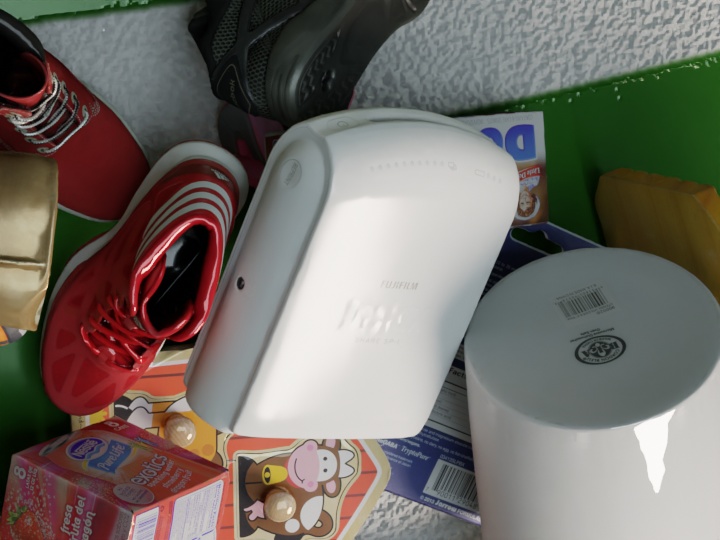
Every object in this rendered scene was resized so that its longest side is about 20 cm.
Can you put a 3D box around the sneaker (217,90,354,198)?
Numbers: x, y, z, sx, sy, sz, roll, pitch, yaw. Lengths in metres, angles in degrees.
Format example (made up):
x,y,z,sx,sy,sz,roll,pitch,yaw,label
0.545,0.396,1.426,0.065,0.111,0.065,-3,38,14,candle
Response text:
x,y,z,sx,sy,sz,roll,pitch,yaw,label
-0.011,-0.033,1.737,0.095,0.079,0.200,-32,116,-24,sneaker

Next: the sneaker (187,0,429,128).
x,y,z,sx,sy,sz,roll,pitch,yaw,label
-0.029,-0.166,1.685,0.200,0.114,0.076,-53,143,-32,sneaker

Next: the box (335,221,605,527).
x,y,z,sx,sy,sz,roll,pitch,yaw,label
0.072,0.055,1.813,0.121,0.032,0.200,23,97,-27,box

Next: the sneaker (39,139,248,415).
x,y,z,sx,sy,sz,roll,pitch,yaw,label
-0.137,0.024,1.630,0.078,0.116,0.200,26,117,-8,sneaker

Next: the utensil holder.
x,y,z,sx,sy,sz,roll,pitch,yaw,label
0.149,0.111,1.728,0.170,0.170,0.200,-23,135,-15,utensil holder

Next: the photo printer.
x,y,z,sx,sy,sz,roll,pitch,yaw,label
0.000,0.000,1.635,0.166,0.069,0.200,4,116,-43,photo printer

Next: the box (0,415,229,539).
x,y,z,sx,sy,sz,roll,pitch,yaw,label
-0.158,0.202,1.690,0.103,0.095,0.200,-20,127,-54,box

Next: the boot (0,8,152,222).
x,y,z,sx,sy,sz,roll,pitch,yaw,label
-0.179,-0.086,1.605,0.072,0.144,0.200,-49,119,-5,boot

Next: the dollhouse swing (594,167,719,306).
x,y,z,sx,sy,sz,roll,pitch,yaw,label
0.265,0.019,1.794,0.181,0.200,0.176,-7,99,-21,dollhouse swing

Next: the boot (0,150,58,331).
x,y,z,sx,sy,sz,roll,pitch,yaw,label
-0.274,0.014,1.561,0.200,0.066,0.176,6,99,-15,boot

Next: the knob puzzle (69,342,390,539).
x,y,z,sx,sy,sz,roll,pitch,yaw,label
-0.078,0.134,1.755,0.219,0.030,0.220,-3,106,-11,knob puzzle

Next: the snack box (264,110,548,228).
x,y,z,sx,sy,sz,roll,pitch,yaw,label
0.030,-0.055,1.713,0.200,0.024,0.072,-7,95,-37,snack box

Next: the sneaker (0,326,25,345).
x,y,z,sx,sy,sz,roll,pitch,yaw,label
-0.289,-0.010,1.627,0.112,0.078,0.200,-43,106,-2,sneaker
